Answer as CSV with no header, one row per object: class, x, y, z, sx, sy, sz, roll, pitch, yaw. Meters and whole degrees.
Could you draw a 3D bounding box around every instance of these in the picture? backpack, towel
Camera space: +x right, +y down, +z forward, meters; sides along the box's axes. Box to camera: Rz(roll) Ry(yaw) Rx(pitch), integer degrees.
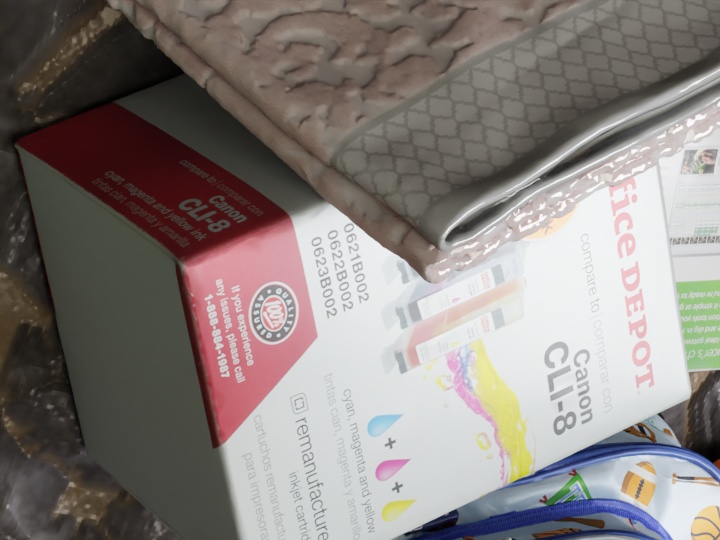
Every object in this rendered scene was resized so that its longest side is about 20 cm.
backpack,0.071,0.140,1.177,0.190,0.154,0.201,-19,119,-20
towel,0.040,-0.097,1.032,0.200,0.191,0.032,-29,144,-28

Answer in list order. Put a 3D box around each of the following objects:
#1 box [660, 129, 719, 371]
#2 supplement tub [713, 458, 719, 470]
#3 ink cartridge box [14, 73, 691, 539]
box,0.140,-0.053,1.220,0.144,0.036,0.201,-2,110,-32
supplement tub,0.193,0.188,1.302,0.122,0.122,0.201,-11,115,-28
ink cartridge box,0.000,0.000,1.083,0.199,0.145,0.146,-24,120,-23
